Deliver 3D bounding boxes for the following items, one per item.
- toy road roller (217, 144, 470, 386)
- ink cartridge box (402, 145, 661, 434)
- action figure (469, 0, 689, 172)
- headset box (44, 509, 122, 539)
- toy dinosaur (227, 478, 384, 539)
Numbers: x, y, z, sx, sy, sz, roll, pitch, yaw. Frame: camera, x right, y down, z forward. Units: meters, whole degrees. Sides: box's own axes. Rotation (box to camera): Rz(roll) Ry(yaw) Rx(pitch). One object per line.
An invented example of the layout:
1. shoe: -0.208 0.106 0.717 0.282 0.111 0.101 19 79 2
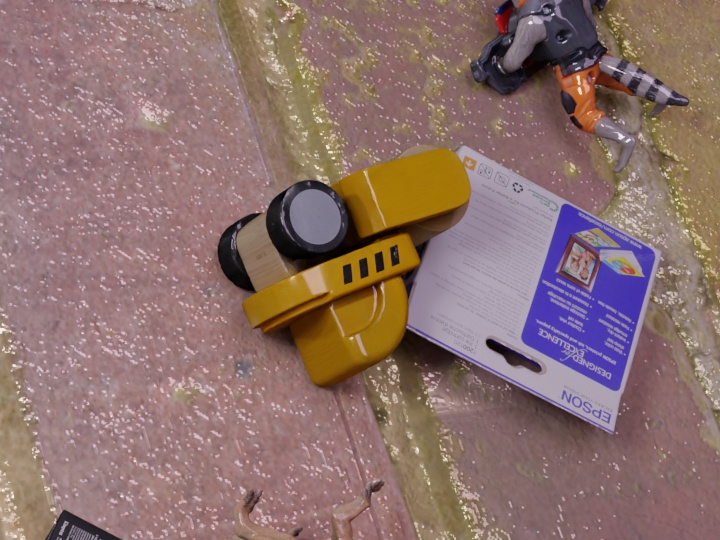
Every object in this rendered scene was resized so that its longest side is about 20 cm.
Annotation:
1. toy road roller: 0.000 0.000 1.726 0.200 0.123 0.146 -20 86 -32
2. ink cartridge box: 0.134 0.021 1.823 0.198 0.043 0.200 28 51 -9
3. action figure: 0.200 -0.205 1.959 0.194 0.105 0.200 46 54 -7
4. headset box: -0.140 0.269 1.458 0.200 0.075 0.149 28 39 -8
5. toy dinosaur: -0.030 0.227 1.579 0.200 0.086 0.136 2 53 -35
